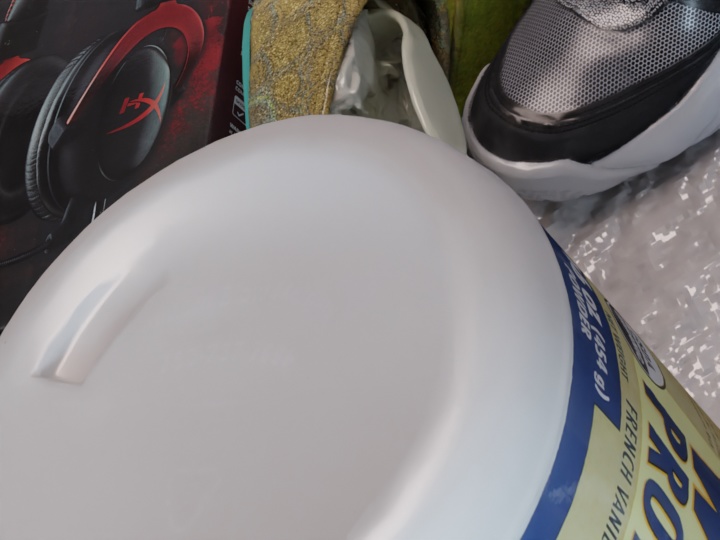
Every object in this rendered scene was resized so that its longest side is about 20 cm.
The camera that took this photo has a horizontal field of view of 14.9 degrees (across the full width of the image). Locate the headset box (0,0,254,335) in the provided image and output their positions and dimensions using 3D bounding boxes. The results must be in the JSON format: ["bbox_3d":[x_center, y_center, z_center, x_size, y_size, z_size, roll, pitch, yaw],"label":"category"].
[{"bbox_3d":[-0.080,-0.045,0.863,0.149,0.075,0.200,-15,51,30],"label":"headset box"}]

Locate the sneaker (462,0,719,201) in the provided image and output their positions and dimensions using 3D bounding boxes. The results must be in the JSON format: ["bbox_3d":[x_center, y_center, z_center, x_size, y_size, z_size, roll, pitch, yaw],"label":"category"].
[{"bbox_3d":[0.089,-0.116,0.758,0.200,0.114,0.075,-45,51,-2],"label":"sneaker"}]

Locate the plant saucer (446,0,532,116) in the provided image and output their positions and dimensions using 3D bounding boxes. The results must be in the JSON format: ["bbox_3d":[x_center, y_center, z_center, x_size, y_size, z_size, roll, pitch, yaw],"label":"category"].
[{"bbox_3d":[0.037,-0.180,0.829,0.048,0.200,0.200,-4,47,-11],"label":"plant saucer"}]

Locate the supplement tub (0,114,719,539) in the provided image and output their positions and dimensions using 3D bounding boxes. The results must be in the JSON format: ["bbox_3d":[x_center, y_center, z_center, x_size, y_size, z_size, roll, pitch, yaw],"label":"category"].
[{"bbox_3d":[0.020,0.075,0.608,0.144,0.200,0.145,-20,49,24],"label":"supplement tub"}]

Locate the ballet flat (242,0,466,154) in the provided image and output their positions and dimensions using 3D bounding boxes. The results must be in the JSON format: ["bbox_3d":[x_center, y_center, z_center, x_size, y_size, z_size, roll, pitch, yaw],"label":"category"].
[{"bbox_3d":[0.000,0.000,0.761,0.071,0.071,0.200,-14,61,28],"label":"ballet flat"}]
